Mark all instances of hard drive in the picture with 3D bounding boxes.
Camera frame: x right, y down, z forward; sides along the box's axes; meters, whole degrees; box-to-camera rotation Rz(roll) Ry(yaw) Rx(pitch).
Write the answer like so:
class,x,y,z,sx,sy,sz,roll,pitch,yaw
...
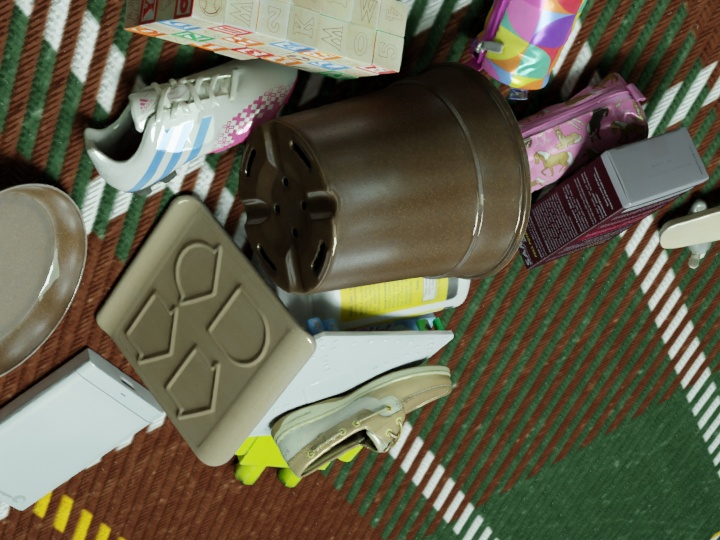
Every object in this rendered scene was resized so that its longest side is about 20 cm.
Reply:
class,x,y,z,sx,sy,sz,roll,pitch,yaw
hard drive,-0.325,0.172,1.441,0.199,0.027,0.132,-34,139,10

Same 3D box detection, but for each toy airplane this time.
class,x,y,z,sx,sy,sz,roll,pitch,yaw
toy airplane,0.469,-0.061,1.554,0.199,0.141,0.200,31,108,-5

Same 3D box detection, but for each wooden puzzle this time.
class,x,y,z,sx,sy,sz,roll,pitch,yaw
wooden puzzle,-0.146,0.057,1.307,0.186,0.200,0.046,-52,161,28

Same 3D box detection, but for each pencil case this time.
class,x,y,z,sx,sy,sz,roll,pitch,yaw
pencil case,0.187,-0.127,1.356,0.199,0.087,0.083,-23,105,-5
pencil case,0.163,-0.253,1.208,0.088,0.089,0.201,0,131,-28

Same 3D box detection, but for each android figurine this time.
class,x,y,z,sx,sy,sz,roll,pitch,yaw
android figurine,-0.065,0.180,1.575,0.181,0.041,0.200,11,131,-36

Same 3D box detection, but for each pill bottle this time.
class,x,y,z,sx,sy,sz,roll,pitch,yaw
pill bottle,0.000,0.000,1.364,0.198,0.115,0.115,-12,138,-17

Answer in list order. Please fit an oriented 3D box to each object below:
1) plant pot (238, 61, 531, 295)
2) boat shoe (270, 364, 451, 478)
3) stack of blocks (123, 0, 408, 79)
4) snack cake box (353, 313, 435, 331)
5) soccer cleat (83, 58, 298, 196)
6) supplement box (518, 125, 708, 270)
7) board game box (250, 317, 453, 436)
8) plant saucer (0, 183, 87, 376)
class,x,y,z,sx,sy,sz,roll,pitch,yaw
plant pot,0.013,-0.072,1.197,0.197,0.201,0.201,-14,140,-35
boat shoe,0.009,0.158,1.409,0.198,0.067,0.074,-21,157,-8
stack of blocks,-0.075,-0.205,1.099,0.199,0.115,0.059,9,88,-36
snack cake box,-0.032,0.073,1.459,0.198,0.067,0.116,-4,138,-24
soccer cleat,-0.147,-0.137,1.173,0.199,0.070,0.086,-32,143,8
supplement box,0.247,-0.070,1.382,0.108,0.061,0.200,-18,169,-28
board game box,-0.034,0.108,1.379,0.199,0.026,0.200,2,145,-47
plant saucer,-0.327,0.009,1.207,0.200,0.032,0.201,-43,149,-33
